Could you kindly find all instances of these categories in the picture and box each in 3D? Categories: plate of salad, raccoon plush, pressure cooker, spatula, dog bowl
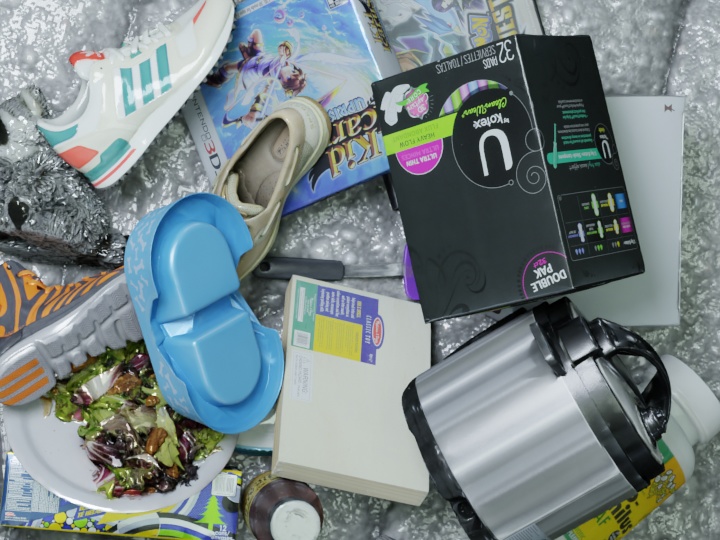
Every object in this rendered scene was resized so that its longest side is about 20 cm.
[{"bbox_3d":[-0.198,0.111,1.411,0.199,0.048,0.201,7,50,-8],"label":"plate of salad"},{"bbox_3d":[-0.249,-0.074,1.468,0.199,0.097,0.135,22,67,-37],"label":"raccoon plush"},{"bbox_3d":[0.156,0.121,1.361,0.199,0.176,0.179,-31,93,10],"label":"pressure cooker"},{"bbox_3d":[0.000,0.000,1.513,0.199,0.021,0.057,0,81,-7],"label":"spatula"},{"bbox_3d":[-0.131,0.036,1.377,0.111,0.049,0.201,-30,110,-43],"label":"dog bowl"}]

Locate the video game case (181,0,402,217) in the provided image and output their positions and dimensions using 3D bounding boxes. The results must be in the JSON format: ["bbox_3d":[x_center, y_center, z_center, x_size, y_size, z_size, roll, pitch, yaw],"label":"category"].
[{"bbox_3d":[-0.058,-0.148,1.445,0.199,0.045,0.182,-21,91,29],"label":"video game case"}]

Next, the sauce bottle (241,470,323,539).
[{"bbox_3d":[-0.063,0.202,1.405,0.066,0.200,0.066,1,85,-9],"label":"sauce bottle"}]

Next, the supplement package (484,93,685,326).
[{"bbox_3d":[0.193,-0.055,1.483,0.155,0.111,0.201,-1,96,-11],"label":"supplement package"}]

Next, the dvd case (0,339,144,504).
[{"bbox_3d":[-0.221,0.137,1.477,0.199,0.016,0.150,-6,88,-8],"label":"dvd case"}]

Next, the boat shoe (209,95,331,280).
[{"bbox_3d":[-0.098,-0.060,1.422,0.072,0.065,0.200,42,118,11],"label":"boat shoe"}]

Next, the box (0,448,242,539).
[{"bbox_3d":[-0.203,0.191,1.433,0.199,0.070,0.065,6,86,-8],"label":"box"}]

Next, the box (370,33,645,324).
[{"bbox_3d":[0.118,-0.073,1.346,0.124,0.148,0.201,-10,87,-52],"label":"box"}]

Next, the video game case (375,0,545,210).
[{"bbox_3d":[0.088,-0.175,1.533,0.180,0.025,0.201,-16,90,-9],"label":"video game case"}]

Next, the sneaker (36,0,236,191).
[{"bbox_3d":[-0.187,-0.167,1.399,0.093,0.070,0.200,37,94,-21],"label":"sneaker"}]

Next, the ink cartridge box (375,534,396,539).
[{"bbox_3d":[0.080,0.341,1.478,0.199,0.084,0.145,26,84,-6],"label":"ink cartridge box"}]

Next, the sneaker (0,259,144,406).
[{"bbox_3d":[-0.245,0.020,1.410,0.199,0.078,0.112,-29,49,-17],"label":"sneaker"}]

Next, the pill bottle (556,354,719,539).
[{"bbox_3d":[0.224,0.169,1.493,0.200,0.113,0.113,-39,93,-9],"label":"pill bottle"}]

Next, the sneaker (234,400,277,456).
[{"bbox_3d":[-0.019,0.122,1.480,0.199,0.077,0.081,3,79,-12],"label":"sneaker"}]

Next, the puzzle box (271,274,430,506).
[{"bbox_3d":[-0.005,0.100,1.446,0.132,0.025,0.201,13,49,-12],"label":"puzzle box"}]
